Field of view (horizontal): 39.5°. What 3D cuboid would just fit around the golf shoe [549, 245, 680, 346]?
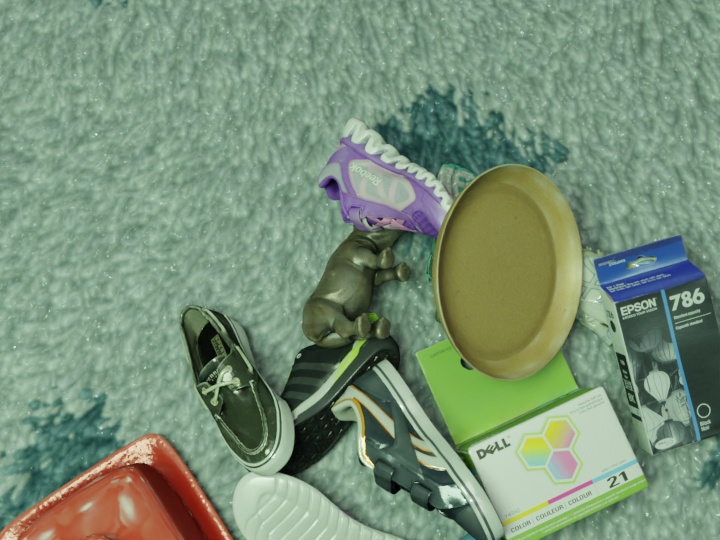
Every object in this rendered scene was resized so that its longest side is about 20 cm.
[{"bbox_3d":[0.237,0.028,1.026,0.199,0.078,0.098,1,77,2],"label":"golf shoe"}]

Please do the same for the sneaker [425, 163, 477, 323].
[{"bbox_3d":[0.097,-0.025,1.045,0.077,0.091,0.200,20,45,-23],"label":"sneaker"}]

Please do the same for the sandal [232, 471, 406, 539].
[{"bbox_3d":[-0.033,0.259,0.964,0.202,0.050,0.083,30,88,-3],"label":"sandal"}]

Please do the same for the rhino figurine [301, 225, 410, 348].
[{"bbox_3d":[0.000,0.000,1.015,0.087,0.060,0.200,-6,42,30],"label":"rhino figurine"}]

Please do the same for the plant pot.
[{"bbox_3d":[0.135,0.002,0.934,0.200,0.027,0.201,-2,94,-40],"label":"plant pot"}]

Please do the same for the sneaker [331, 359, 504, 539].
[{"bbox_3d":[0.049,0.181,0.929,0.079,0.078,0.200,-34,60,-9],"label":"sneaker"}]

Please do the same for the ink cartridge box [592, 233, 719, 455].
[{"bbox_3d":[0.302,0.072,0.989,0.099,0.039,0.201,-17,94,-4],"label":"ink cartridge box"}]

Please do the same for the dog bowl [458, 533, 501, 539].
[{"bbox_3d":[0.151,0.315,0.905,0.200,0.112,0.050,38,62,21],"label":"dog bowl"}]

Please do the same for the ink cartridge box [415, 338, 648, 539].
[{"bbox_3d":[0.159,0.142,0.965,0.147,0.076,0.200,-23,85,-8],"label":"ink cartridge box"}]

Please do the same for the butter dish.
[{"bbox_3d":[-0.226,0.266,0.907,0.199,0.148,0.200,-34,74,-10],"label":"butter dish"}]

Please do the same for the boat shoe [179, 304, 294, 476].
[{"bbox_3d":[-0.128,0.112,0.966,0.071,0.064,0.200,-42,48,8],"label":"boat shoe"}]

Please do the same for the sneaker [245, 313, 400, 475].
[{"bbox_3d":[-0.046,0.124,1.010,0.200,0.072,0.083,-41,46,-11],"label":"sneaker"}]

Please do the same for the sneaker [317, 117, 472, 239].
[{"bbox_3d":[0.029,-0.068,0.989,0.088,0.081,0.200,-46,52,-4],"label":"sneaker"}]
